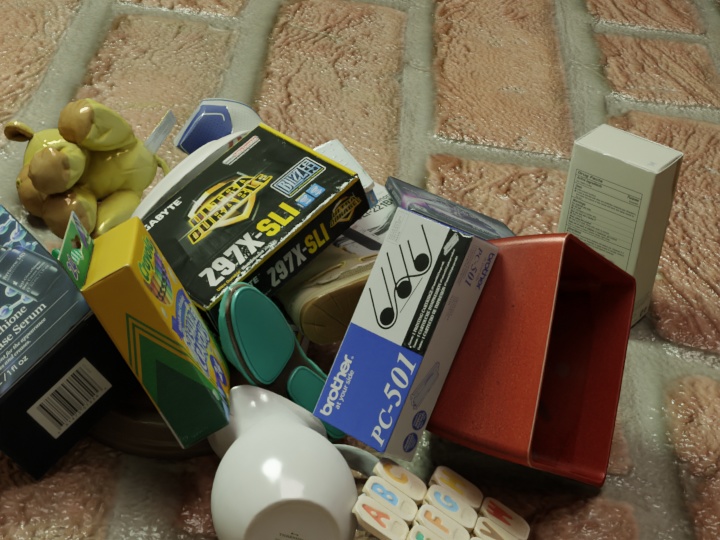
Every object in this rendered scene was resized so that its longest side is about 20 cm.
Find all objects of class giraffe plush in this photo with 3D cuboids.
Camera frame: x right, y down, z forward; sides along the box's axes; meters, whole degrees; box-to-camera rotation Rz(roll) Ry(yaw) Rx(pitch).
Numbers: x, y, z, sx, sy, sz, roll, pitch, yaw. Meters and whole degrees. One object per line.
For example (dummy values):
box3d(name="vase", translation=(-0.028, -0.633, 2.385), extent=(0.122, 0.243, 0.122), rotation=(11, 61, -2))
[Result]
box3d(name="giraffe plush", translation=(-0.318, -0.113, 1.744), extent=(0.162, 0.173, 0.200), rotation=(3, 34, 36))

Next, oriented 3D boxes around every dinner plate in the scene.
box3d(name="dinner plate", translation=(-0.191, -0.084, 1.672), extent=(0.024, 0.200, 0.200), rotation=(45, 38, 3))

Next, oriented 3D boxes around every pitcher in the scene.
box3d(name="pitcher", translation=(-0.044, 0.187, 1.337), extent=(0.171, 0.122, 0.200), rotation=(15, 17, -13))

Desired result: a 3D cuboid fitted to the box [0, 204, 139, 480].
box3d(name="box", translation=(-0.308, 0.061, 1.415), extent=(0.148, 0.107, 0.200), rotation=(-44, 48, -8))

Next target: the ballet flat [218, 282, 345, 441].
box3d(name="ballet flat", translation=(-0.083, 0.087, 1.440), extent=(0.070, 0.200, 0.067), rotation=(2, 50, 46))

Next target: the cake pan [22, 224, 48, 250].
box3d(name="cake pan", translation=(-0.421, 0.000, 1.618), extent=(0.199, 0.037, 0.201), rotation=(7, 31, -4))

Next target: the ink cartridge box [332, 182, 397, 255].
box3d(name="ink cartridge box", translation=(0.028, -0.010, 1.700), extent=(0.199, 0.084, 0.144), rotation=(28, 36, 29))

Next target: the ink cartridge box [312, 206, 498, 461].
box3d(name="ink cartridge box", translation=(0.039, 0.054, 1.371), extent=(0.094, 0.201, 0.044), rotation=(24, 2, 42))

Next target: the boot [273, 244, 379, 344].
box3d(name="boot", translation=(0.000, 0.000, 1.569), extent=(0.199, 0.073, 0.155), rotation=(-20, 28, -22))

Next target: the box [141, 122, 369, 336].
box3d(name="box", translation=(-0.114, -0.043, 1.509), extent=(0.200, 0.049, 0.159), rotation=(-41, 46, -19))

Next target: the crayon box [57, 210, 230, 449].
box3d(name="crayon box", translation=(-0.181, 0.039, 1.358), extent=(0.051, 0.200, 0.126), rotation=(-28, 21, 7))

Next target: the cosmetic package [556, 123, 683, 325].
box3d(name="cosmetic package", translation=(0.273, -0.045, 1.704), extent=(0.105, 0.201, 0.071), rotation=(25, 34, 26))

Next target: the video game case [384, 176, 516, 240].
box3d(name="video game case", translation=(0.102, -0.050, 1.648), extent=(0.142, 0.019, 0.200), rotation=(22, 11, -10))

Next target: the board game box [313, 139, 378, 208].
box3d(name="board game box", translation=(-0.090, -0.061, 1.623), extent=(0.199, 0.026, 0.200), rotation=(-27, 21, -3))

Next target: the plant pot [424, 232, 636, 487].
box3d(name="plant pot", translation=(0.126, 0.076, 1.439), extent=(0.175, 0.201, 0.200), rotation=(6, -9, 30))

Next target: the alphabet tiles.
box3d(name="alphabet tiles", translation=(0.087, 0.228, 1.296), extent=(0.195, 0.015, 0.200), rotation=(34, 21, 2))

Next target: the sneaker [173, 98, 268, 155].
box3d(name="sneaker", translation=(-0.105, -0.117, 1.792), extent=(0.199, 0.081, 0.115), rotation=(26, 17, -33))

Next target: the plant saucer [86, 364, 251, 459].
box3d(name="plant saucer", translation=(-0.185, 0.109, 1.505), extent=(0.199, 0.030, 0.200), rotation=(6, 31, -3))

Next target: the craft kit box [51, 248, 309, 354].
box3d(name="craft kit box", translation=(-0.181, 0.033, 1.559), extent=(0.197, 0.049, 0.200), rotation=(4, 20, -38))
